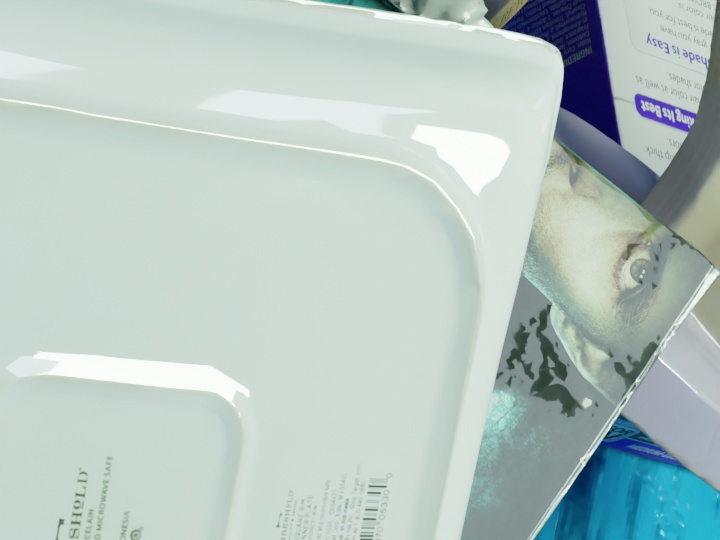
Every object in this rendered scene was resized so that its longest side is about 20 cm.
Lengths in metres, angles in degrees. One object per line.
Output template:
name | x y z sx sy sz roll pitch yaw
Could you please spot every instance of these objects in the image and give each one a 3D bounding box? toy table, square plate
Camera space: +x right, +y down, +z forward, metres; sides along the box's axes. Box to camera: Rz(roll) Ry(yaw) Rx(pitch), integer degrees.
toy table | 0.125 -0.014 0.818 0.200 0.117 0.184 27 29 -50
square plate | -0.054 0.043 0.552 0.197 0.028 0.201 7 98 -32

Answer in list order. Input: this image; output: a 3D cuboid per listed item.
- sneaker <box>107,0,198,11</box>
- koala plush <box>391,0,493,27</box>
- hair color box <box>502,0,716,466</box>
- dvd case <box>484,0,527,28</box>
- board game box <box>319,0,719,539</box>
sneaker | -0.105 -0.112 0.595 0.199 0.082 0.074 32 37 14
koala plush | 0.038 -0.124 0.736 0.183 0.200 0.178 14 61 -34
hair color box | 0.096 -0.041 0.974 0.109 0.065 0.201 16 56 -42
dvd case | 0.010 -0.145 0.910 0.148 0.016 0.200 33 42 9
board game box | -0.028 0.037 0.647 0.135 0.028 0.200 37 71 -3
